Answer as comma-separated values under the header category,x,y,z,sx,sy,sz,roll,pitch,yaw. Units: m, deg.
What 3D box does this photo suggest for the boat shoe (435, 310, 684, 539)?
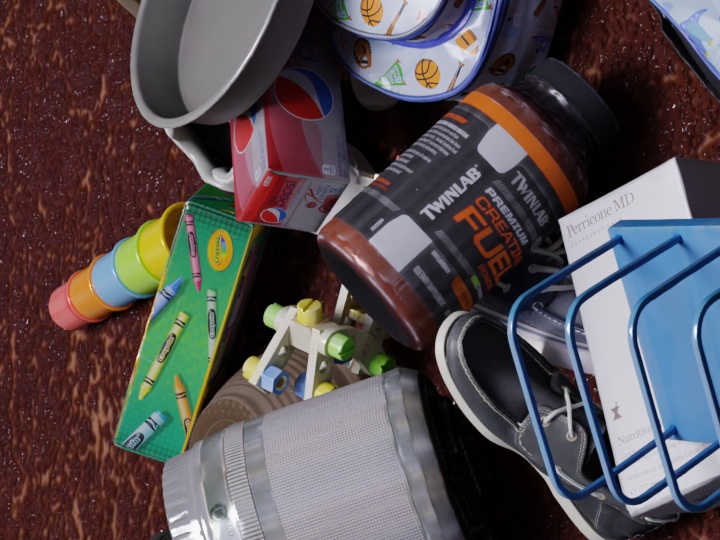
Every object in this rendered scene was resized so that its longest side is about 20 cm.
category,x,y,z,sx,sy,sz,roll,pitch,yaw
boat shoe,0.129,0.094,1.560,0.068,0.200,0.072,-19,31,53

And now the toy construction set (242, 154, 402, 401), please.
category,x,y,z,sx,sy,sz,roll,pitch,yaw
toy construction set,0.000,0.000,1.742,0.092,0.131,0.200,40,114,31

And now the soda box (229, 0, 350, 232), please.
category,x,y,z,sx,sy,sz,roll,pitch,yaw
soda box,-0.055,-0.130,1.737,0.070,0.063,0.201,124,147,-50

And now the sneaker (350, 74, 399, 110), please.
category,x,y,z,sx,sy,sz,roll,pitch,yaw
sneaker,0.003,-0.218,1.798,0.070,0.080,0.201,2,90,48

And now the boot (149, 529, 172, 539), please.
category,x,y,z,sx,sy,sz,roll,pitch,yaw
boot,-0.087,0.290,1.816,0.073,0.199,0.151,-66,1,-60

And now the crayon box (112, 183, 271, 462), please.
category,x,y,z,sx,sy,sz,roll,pitch,yaw
crayon box,-0.126,0.037,1.891,0.058,0.119,0.201,19,103,3

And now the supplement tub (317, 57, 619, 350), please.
category,x,y,z,sx,sy,sz,roll,pitch,yaw
supplement tub,0.075,-0.049,1.605,0.200,0.107,0.107,-43,46,-8

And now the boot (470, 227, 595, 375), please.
category,x,y,z,sx,sy,sz,roll,pitch,yaw
boot,0.119,0.007,1.649,0.200,0.073,0.091,23,100,44

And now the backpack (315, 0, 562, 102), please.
category,x,y,z,sx,sy,sz,roll,pitch,yaw
backpack,0.058,-0.209,1.685,0.200,0.154,0.191,22,112,47

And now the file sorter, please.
category,x,y,z,sx,sy,sz,roll,pitch,yaw
file sorter,0.198,0.056,1.358,0.200,0.123,0.139,0,113,49

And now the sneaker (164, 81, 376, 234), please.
category,x,y,z,sx,sy,sz,roll,pitch,yaw
sneaker,-0.070,-0.073,1.794,0.078,0.200,0.099,-57,6,22

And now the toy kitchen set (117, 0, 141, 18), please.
category,x,y,z,sx,sy,sz,roll,pitch,yaw
toy kitchen set,-0.092,-0.204,1.837,0.163,0.200,0.181,-32,59,10

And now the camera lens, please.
category,x,y,z,sx,sy,sz,roll,pitch,yaw
camera lens,-0.018,0.166,1.682,0.199,0.160,0.160,-19,68,6

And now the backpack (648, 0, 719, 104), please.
category,x,y,z,sx,sy,sz,roll,pitch,yaw
backpack,0.277,-0.140,1.388,0.147,0.183,0.200,-55,54,21

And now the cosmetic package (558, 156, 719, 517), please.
category,x,y,z,sx,sy,sz,roll,pitch,yaw
cosmetic package,0.206,0.042,1.535,0.113,0.081,0.201,-32,65,42

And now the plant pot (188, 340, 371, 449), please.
category,x,y,z,sx,sy,sz,roll,pitch,yaw
plant pot,-0.066,0.146,1.842,0.201,0.092,0.202,-4,84,50

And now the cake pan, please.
category,x,y,z,sx,sy,sz,roll,pitch,yaw
cake pan,-0.092,-0.188,1.702,0.200,0.037,0.201,-33,46,43

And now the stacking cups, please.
category,x,y,z,sx,sy,sz,roll,pitch,yaw
stacking cups,-0.194,-0.001,2.033,0.200,0.060,0.061,-23,70,49
